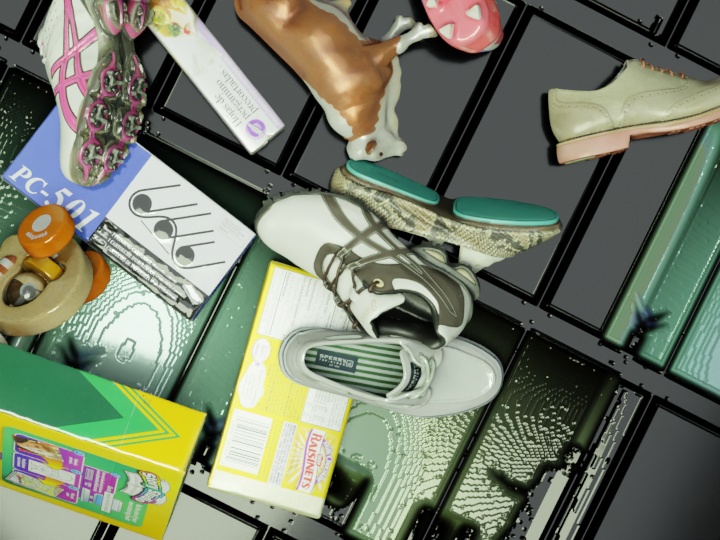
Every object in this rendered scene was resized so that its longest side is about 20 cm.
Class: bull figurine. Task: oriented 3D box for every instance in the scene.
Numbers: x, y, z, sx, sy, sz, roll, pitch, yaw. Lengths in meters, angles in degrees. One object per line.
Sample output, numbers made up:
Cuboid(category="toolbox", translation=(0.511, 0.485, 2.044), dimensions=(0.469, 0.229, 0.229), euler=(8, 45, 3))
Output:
Cuboid(category="bull figurine", translation=(-0.013, -0.188, 1.614), dimensions=(0.121, 0.065, 0.200), euler=(-44, 94, -4))

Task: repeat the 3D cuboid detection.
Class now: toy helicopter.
Cuboid(category="toy helicopter", translation=(-0.309, 0.027, 1.570), dimensions=(0.199, 0.079, 0.133), euler=(-6, 49, 25))

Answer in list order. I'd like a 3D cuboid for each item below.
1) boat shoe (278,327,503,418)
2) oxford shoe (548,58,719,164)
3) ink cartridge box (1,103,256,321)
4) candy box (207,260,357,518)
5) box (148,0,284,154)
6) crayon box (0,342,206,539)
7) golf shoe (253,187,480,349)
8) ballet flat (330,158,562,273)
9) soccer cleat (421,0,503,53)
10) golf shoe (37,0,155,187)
Cuboid(category="boat shoe", translation=(0.031, 0.089, 1.602), dimensions=(0.199, 0.067, 0.074), euler=(4, 94, -16))
Cuboid(category="oxford shoe", translation=(0.256, -0.149, 1.626), dimensions=(0.199, 0.071, 0.074), euler=(-16, 89, -3))
Cuboid(category="ink cartridge box", translation=(-0.194, -0.053, 1.616), dimensions=(0.200, 0.044, 0.094), euler=(38, 87, -2))
Cuboid(category="candy box", translation=(-0.056, 0.101, 1.634), dimensions=(0.102, 0.026, 0.201), euler=(16, 90, -9))
Cuboid(category="box", translation=(-0.140, -0.187, 1.619), dimensions=(0.039, 0.041, 0.200), euler=(-39, 93, 0))
Cuboid(category="crayon box", translation=(-0.222, 0.141, 1.540), dimensions=(0.172, 0.200, 0.059), euler=(19, 65, -4))
Cuboid(category="golf shoe", translation=(0.000, 0.000, 1.579), dimensions=(0.199, 0.095, 0.078), euler=(22, 127, 2))
Cuboid(category="ballet flat", translation=(0.068, -0.037, 1.628), dimensions=(0.199, 0.068, 0.076), euler=(14, 112, 3))
Cuboid(category="soccer cleat", translation=(0.064, -0.273, 1.624), dimensions=(0.066, 0.076, 0.201), euler=(-29, 74, 18))
Cuboid(category="golf shoe", translation=(-0.224, -0.169, 1.575), dimensions=(0.092, 0.072, 0.201), euler=(7, 87, 32))
